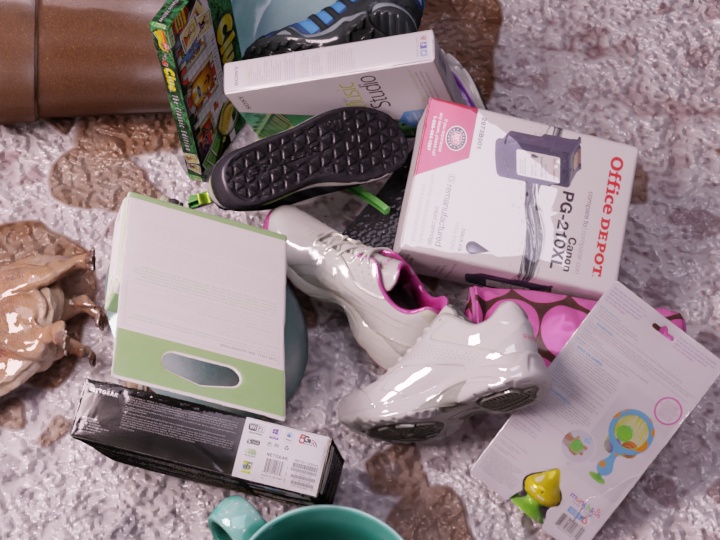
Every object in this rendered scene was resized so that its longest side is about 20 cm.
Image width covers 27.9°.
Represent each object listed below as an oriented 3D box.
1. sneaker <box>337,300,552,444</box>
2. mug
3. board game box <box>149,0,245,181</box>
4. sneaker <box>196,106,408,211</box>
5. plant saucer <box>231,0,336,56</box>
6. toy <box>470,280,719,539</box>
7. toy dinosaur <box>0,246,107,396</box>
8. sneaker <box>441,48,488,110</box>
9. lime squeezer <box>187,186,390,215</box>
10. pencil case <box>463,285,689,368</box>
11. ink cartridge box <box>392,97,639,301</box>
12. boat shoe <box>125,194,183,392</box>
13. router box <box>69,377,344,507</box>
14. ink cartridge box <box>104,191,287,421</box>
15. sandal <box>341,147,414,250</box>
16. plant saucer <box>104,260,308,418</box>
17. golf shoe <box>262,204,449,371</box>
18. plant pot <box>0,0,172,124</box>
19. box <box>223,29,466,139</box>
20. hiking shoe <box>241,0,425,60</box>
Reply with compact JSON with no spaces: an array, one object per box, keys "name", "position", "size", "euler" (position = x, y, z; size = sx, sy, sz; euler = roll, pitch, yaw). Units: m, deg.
[{"name":"sneaker","position":[0.067,0.083,1.219],"size":[0.199,0.078,0.100],"euler":[-20,60,27]},{"name":"mug","position":[-0.029,0.259,1.107],"size":[0.151,0.115,0.186],"euler":[-9,55,-8]},{"name":"board game box","position":[-0.146,-0.188,1.361],"size":[0.023,0.201,0.105],"euler":[16,56,17]},{"name":"sneaker","position":[-0.055,-0.100,1.333],"size":[0.199,0.083,0.072],"euler":[-14,86,-19]},{"name":"plant saucer","position":[-0.050,-0.254,1.472],"size":[0.199,0.036,0.201],"euler":[-12,62,23]},{"name":"toy","position":[0.195,0.122,1.209],"size":[0.115,0.047,0.200],"euler":[37,91,3]},{"name":"toy dinosaur","position":[-0.301,0.041,1.271],"size":[0.134,0.086,0.201],"euler":[1,49,6]},{"name":"sneaker","position":[0.047,-0.183,1.457],"size":[0.200,0.081,0.084],"euler":[33,76,30]},{"name":"lime squeezer","position":[-0.063,-0.088,1.382],"size":[0.199,0.038,0.071],"euler":[3,36,14]},{"name":"pencil case","position":[0.186,0.068,1.269],"size":[0.198,0.091,0.094],"euler":[6,60,5]},{"name":"ink cartridge box","position":[0.140,-0.057,1.315],"size":[0.199,0.084,0.146],"euler":[13,77,-3]},{"name":"boat shoe","position":[-0.171,0.024,1.296],"size":[0.064,0.072,0.201],"euler":[8,55,-8]},{"name":"router box","position":[-0.118,0.143,1.160],"size":[0.199,0.149,0.051],"euler":[13,76,6]},{"name":"ink cartridge box","position":[-0.131,0.036,1.161],"size":[0.145,0.048,0.201],"euler":[16,45,-19]},{"name":"sandal","position":[0.054,-0.064,1.384],"size":[0.200,0.048,0.075],"euler":[-42,67,-13]},{"name":"plant saucer","position":[-0.122,0.032,1.250],"size":[0.200,0.039,0.202],"euler":[19,51,-26]},{"name":"golf shoe","position":[0.000,0.000,1.283],"size":[0.200,0.092,0.075],"euler":[42,43,10]},{"name":"plant pot","position":[-0.262,-0.232,1.405],"size":[0.197,0.201,0.201],"euler":[2,54,-11]},{"name":"box","position":[-0.011,-0.161,1.350],"size":[0.199,0.144,0.037],"euler":[-6,68,15]},{"name":"hiking shoe","position":[-0.021,-0.221,1.388],"size":[0.199,0.075,0.087],"euler":[-9,34,32]}]
